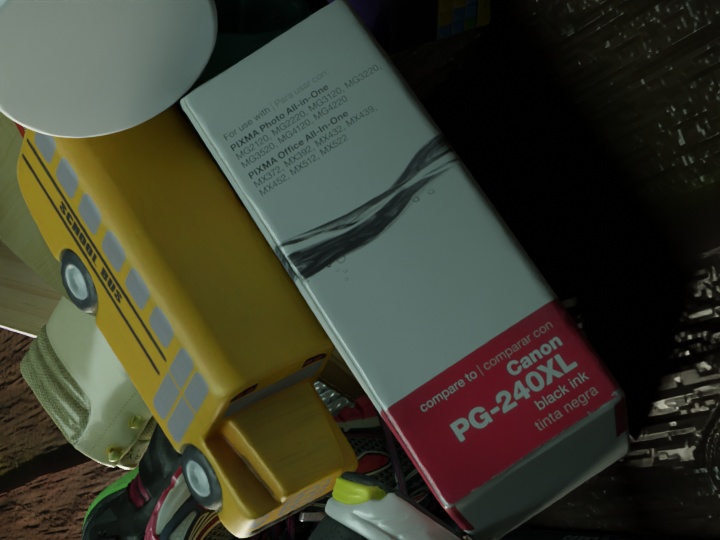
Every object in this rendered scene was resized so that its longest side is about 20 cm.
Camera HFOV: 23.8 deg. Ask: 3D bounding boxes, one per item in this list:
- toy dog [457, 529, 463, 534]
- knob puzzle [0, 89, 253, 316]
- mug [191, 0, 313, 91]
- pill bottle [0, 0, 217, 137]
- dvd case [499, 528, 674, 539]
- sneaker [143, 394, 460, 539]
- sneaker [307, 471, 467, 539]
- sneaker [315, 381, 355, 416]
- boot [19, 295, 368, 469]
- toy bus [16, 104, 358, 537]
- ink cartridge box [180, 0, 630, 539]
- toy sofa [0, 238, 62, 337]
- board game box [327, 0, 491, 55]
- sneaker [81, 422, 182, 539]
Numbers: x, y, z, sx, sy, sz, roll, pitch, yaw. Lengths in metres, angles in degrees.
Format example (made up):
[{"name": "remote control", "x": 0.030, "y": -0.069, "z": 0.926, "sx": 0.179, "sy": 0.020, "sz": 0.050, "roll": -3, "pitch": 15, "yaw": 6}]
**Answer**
[{"name": "toy dog", "x": -0.024, "y": 0.183, "z": 0.908, "sx": 0.200, "sy": 0.193, "sz": 0.140, "roll": -153, "pitch": 59, "yaw": -65}, {"name": "knob puzzle", "x": -0.135, "y": -0.061, "z": 0.860, "sx": 0.219, "sy": 0.030, "sz": 0.220, "roll": 24, "pitch": 126, "yaw": 37}, {"name": "mug", "x": -0.110, "y": -0.162, "z": 0.891, "sx": 0.185, "sy": 0.114, "sz": 0.153, "roll": 6, "pitch": 114, "yaw": 64}, {"name": "pill bottle", "x": -0.133, "y": -0.156, "z": 0.702, "sx": 0.116, "sy": 0.115, "sz": 0.200, "roll": 100, "pitch": 151, "yaw": -48}, {"name": "dvd case", "x": 0.135, "y": 0.192, "z": 0.774, "sx": 0.200, "sy": 0.025, "sz": 0.151, "roll": -14, "pitch": 96, "yaw": 66}, {"name": "sneaker", "x": -0.014, "y": 0.107, "z": 0.810, "sx": 0.075, "sy": 0.200, "sz": 0.081, "roll": 48, "pitch": 137, "yaw": 32}, {"name": "sneaker", "x": 0.047, "y": 0.169, "z": 0.731, "sx": 0.200, "sy": 0.085, "sz": 0.074, "roll": 40, "pitch": 175, "yaw": -13}, {"name": "sneaker", "x": -0.055, "y": 0.019, "z": 0.979, "sx": 0.200, "sy": 0.079, "sz": 0.079, "roll": 33, "pitch": 107, "yaw": 19}, {"name": "boot", "x": -0.083, "y": 0.050, "z": 0.914, "sx": 0.200, "sy": 0.073, "sz": 0.156, "roll": 34, "pitch": 111, "yaw": 12}, {"name": "toy bus", "x": -0.074, "y": 0.012, "z": 0.748, "sx": 0.200, "sy": 0.065, "sz": 0.078, "roll": 55, "pitch": 145, "yaw": 17}, {"name": "ink cartridge box", "x": 0.023, "y": 0.004, "z": 0.711, "sx": 0.200, "sy": 0.083, "sz": 0.145, "roll": 57, "pitch": -179, "yaw": 17}, {"name": "toy sofa", "x": -0.184, "y": -0.005, "z": 1.053, "sx": 0.083, "sy": 0.200, "sz": 0.098, "roll": 30, "pitch": 99, "yaw": 54}, {"name": "board game box", "x": -0.016, "y": -0.214, "z": 0.730, "sx": 0.200, "sy": 0.057, "sz": 0.166, "roll": 46, "pitch": 146, "yaw": 40}, {"name": "sneaker", "x": -0.088, "y": 0.119, "z": 0.866, "sx": 0.200, "sy": 0.077, "sz": 0.084, "roll": -56, "pitch": 16, "yaw": 41}]
